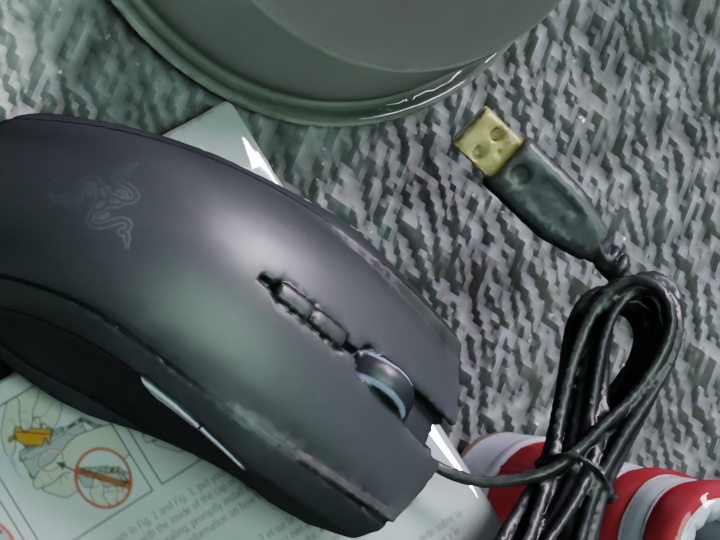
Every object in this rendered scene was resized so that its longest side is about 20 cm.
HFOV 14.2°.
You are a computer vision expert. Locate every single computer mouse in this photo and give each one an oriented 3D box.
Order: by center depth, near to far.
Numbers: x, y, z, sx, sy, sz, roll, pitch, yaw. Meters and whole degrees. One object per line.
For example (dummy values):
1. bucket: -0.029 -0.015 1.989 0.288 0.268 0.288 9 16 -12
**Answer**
1. computer mouse: 0.000 0.000 0.737 0.200 0.046 0.141 35 60 -11

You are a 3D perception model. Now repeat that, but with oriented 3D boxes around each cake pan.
1. cake pan: 0.002 -0.139 0.776 0.200 0.037 0.201 -2 93 -39

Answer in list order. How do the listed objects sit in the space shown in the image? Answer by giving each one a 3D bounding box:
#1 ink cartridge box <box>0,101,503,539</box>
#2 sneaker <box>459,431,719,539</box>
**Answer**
1. ink cartridge box: -0.066 0.077 0.728 0.200 0.044 0.174 -31 87 -33
2. sneaker: 0.105 0.135 0.819 0.071 0.112 0.200 -44 117 -28
